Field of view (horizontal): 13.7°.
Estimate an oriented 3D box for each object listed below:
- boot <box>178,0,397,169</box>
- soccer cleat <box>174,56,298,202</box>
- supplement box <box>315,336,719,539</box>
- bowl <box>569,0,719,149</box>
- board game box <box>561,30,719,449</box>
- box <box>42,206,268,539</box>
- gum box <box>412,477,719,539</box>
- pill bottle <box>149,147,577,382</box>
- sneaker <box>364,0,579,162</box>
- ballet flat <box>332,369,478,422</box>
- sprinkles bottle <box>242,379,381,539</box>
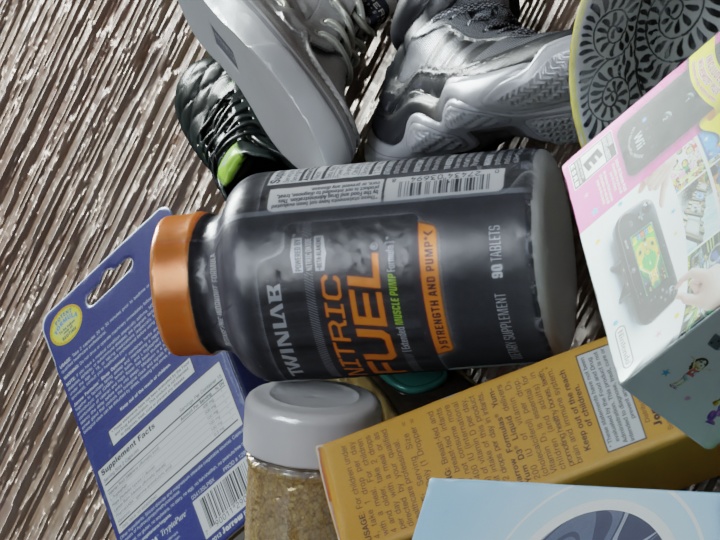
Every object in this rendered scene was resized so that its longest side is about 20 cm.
[{"bbox_3d":[-0.023,-0.126,1.570,0.096,0.074,0.200,-24,43,-11],"label":"boot"},{"bbox_3d":[-0.052,-0.061,1.601,0.200,0.081,0.068,46,111,41],"label":"soccer cleat"},{"bbox_3d":[0.084,0.083,1.387,0.200,0.067,0.069,-22,62,7],"label":"supplement box"},{"bbox_3d":[0.200,-0.093,1.316,0.201,0.094,0.201,6,110,18],"label":"bowl"},{"bbox_3d":[0.182,-0.045,1.198,0.200,0.064,0.148,-40,35,23],"label":"board game box"},{"bbox_3d":[-0.104,0.075,1.649,0.121,0.032,0.200,-41,55,28],"label":"box"},{"bbox_3d":[0.090,0.169,1.154,0.200,0.045,0.170,0,65,42],"label":"gum box"},{"bbox_3d":[0.000,0.000,1.464,0.200,0.106,0.106,-5,74,14],"label":"pill bottle"},{"bbox_3d":[0.067,-0.117,1.487,0.200,0.075,0.114,-22,62,56],"label":"sneaker"},{"bbox_3d":[0.038,0.082,1.503,0.200,0.069,0.063,47,139,43],"label":"ballet flat"},{"bbox_3d":[-0.027,0.157,1.488,0.068,0.068,0.200,18,110,45],"label":"sprinkles bottle"}]
